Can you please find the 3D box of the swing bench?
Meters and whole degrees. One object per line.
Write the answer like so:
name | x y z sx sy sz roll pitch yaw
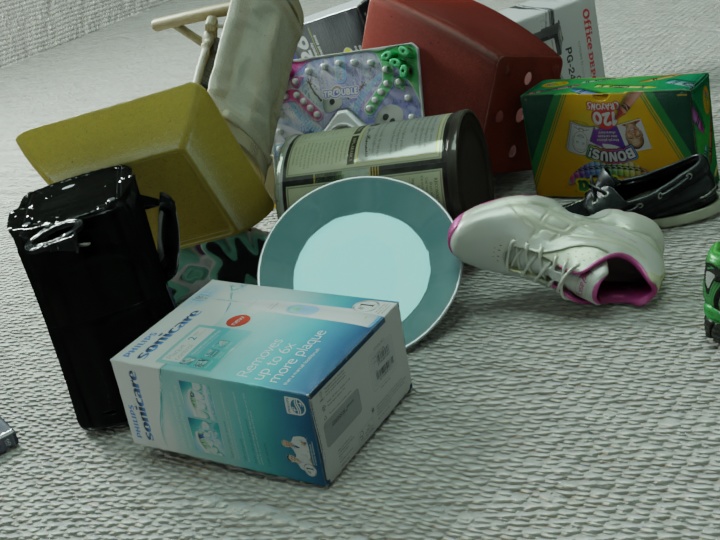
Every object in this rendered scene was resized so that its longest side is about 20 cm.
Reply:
swing bench | -0.150 -0.192 1.192 0.198 0.129 0.202 -15 55 48

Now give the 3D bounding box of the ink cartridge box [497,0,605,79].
ink cartridge box | 0.231 -0.282 1.503 0.198 0.148 0.083 -23 24 -22

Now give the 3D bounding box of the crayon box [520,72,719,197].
crayon box | 0.278 -0.143 1.190 0.198 0.121 0.058 5 28 39

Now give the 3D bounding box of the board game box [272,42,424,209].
board game box | -0.020 -0.147 1.269 0.197 0.204 0.026 -2 5 26

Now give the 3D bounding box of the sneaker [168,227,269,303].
sneaker | -0.157 -0.028 1.232 0.196 0.079 0.140 -8 24 14

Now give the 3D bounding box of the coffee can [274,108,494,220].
coffee can | 0.028 -0.082 1.159 0.196 0.149 0.147 -5 24 21

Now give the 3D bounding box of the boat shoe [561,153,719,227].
boat shoe | 0.259 -0.074 1.107 0.196 0.067 0.075 -10 23 11

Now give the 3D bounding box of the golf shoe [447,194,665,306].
golf shoe | 0.175 -0.014 0.979 0.196 0.076 0.092 4 36 4

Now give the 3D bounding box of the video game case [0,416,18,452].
video game case | -0.425 0.175 0.998 0.198 0.019 0.142 -26 26 -29

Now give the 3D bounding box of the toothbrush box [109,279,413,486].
toothbrush box | -0.079 0.084 0.903 0.197 0.087 0.146 5 29 32

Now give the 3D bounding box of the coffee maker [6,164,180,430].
coffee maker | -0.231 0.033 0.973 0.132 0.203 0.193 -9 22 16

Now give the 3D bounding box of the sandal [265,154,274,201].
sandal | -0.025 -0.100 1.359 0.209 0.079 0.069 12 13 36

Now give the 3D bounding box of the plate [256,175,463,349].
plate | 0.000 0.000 1.041 0.196 0.026 0.203 -4 59 7

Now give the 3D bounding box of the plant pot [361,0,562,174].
plant pot | 0.121 -0.206 1.305 0.175 0.203 0.198 26 24 38

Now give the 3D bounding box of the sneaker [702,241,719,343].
sneaker | 0.363 -0.007 0.868 0.197 0.087 0.078 -17 22 -10

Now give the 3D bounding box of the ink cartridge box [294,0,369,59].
ink cartridge box | -0.022 -0.245 1.469 0.198 0.200 0.047 -6 27 45

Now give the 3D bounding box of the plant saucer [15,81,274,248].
plant saucer | -0.208 -0.078 1.089 0.196 0.201 0.049 -13 54 12

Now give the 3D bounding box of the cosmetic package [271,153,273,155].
cosmetic package | -0.069 -0.171 1.423 0.197 0.105 0.073 -19 17 25
